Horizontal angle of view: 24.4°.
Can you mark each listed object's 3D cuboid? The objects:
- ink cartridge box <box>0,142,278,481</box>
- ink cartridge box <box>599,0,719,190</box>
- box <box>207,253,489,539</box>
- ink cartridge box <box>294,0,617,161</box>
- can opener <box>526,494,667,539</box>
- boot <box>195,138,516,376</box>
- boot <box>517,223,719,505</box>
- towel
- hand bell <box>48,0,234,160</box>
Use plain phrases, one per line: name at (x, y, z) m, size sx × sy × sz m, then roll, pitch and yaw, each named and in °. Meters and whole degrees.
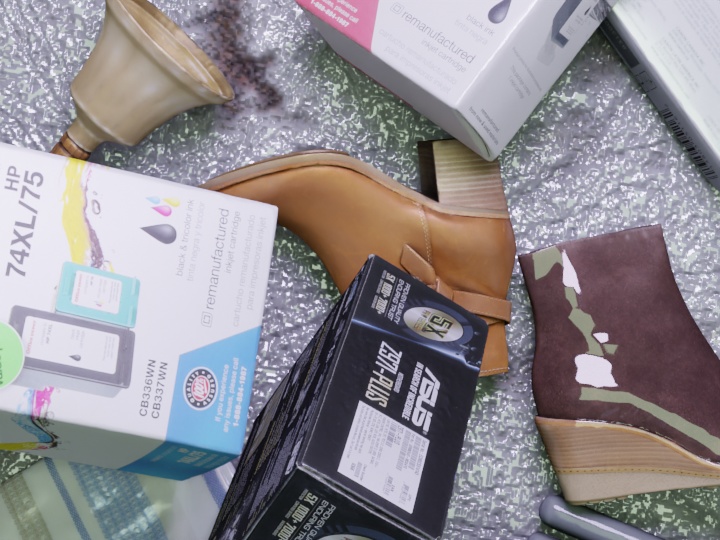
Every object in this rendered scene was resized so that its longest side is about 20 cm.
ink cartridge box at (-0.169, 0.026, 0.952) m, size 0.199 × 0.146 × 0.148 m, roll 12°, pitch 74°, yaw -17°
ink cartridge box at (0.264, -0.174, 1.069) m, size 0.200 × 0.047 × 0.160 m, roll -37°, pitch 91°, yaw -7°
box at (-0.015, 0.118, 0.946) m, size 0.086 × 0.200 × 0.164 m, roll 30°, pitch 124°, yaw -7°
ink cartridge box at (0.080, -0.193, 1.010) m, size 0.145 × 0.085 × 0.200 m, roll 37°, pitch 87°, yaw 29°
can opener at (0.202, 0.202, 1.062) m, size 0.199 × 0.066 × 0.053 m, roll 22°, pitch 86°, yaw 6°
boot at (0.000, 0.000, 1.049) m, size 0.198 × 0.077 × 0.157 m, roll -5°, pitch 95°, yaw -10°
boot at (0.204, 0.052, 1.050) m, size 0.198 × 0.072 × 0.168 m, roll -8°, pitch 89°, yaw -4°
towel at (-0.161, 0.171, 1.035) m, size 0.199 × 0.024 × 0.147 m, roll -31°, pitch 67°, yaw -1°
hand bell at (-0.183, -0.073, 1.039) m, size 0.104 × 0.104 × 0.200 m, roll 45°, pitch 101°, yaw -2°
